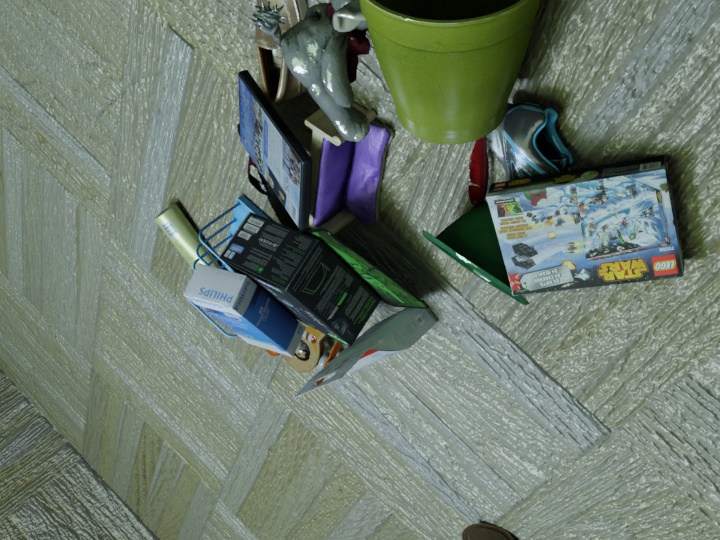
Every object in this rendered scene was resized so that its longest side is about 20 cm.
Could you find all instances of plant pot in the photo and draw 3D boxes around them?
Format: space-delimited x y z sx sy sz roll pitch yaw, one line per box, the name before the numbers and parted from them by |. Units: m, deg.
plant pot | 0.096 -0.247 1.010 0.200 0.200 0.194 30 149 26

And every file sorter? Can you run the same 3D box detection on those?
file sorter | -0.212 0.002 1.630 0.139 0.123 0.200 41 144 13

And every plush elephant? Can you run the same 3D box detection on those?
plush elephant | -0.015 -0.293 1.134 0.154 0.165 0.200 -29 139 20

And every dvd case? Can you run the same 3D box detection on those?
dvd case | -0.124 -0.173 1.345 0.200 0.017 0.143 55 156 29

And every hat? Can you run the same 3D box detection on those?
hat | 0.189 -0.075 1.200 0.165 0.177 0.200 34 -178 25

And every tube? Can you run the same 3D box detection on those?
tube | -0.313 -0.033 1.782 0.200 0.052 0.058 55 -173 -12

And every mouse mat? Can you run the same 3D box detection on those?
mouse mat | 0.000 0.000 1.396 0.200 0.008 0.161 37 168 -15

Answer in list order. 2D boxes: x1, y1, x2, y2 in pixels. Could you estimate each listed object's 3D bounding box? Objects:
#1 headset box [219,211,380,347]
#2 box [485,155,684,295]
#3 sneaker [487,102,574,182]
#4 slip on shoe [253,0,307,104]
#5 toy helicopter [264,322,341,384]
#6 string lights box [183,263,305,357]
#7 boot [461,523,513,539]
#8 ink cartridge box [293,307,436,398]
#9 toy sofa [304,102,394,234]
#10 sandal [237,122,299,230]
headset box | -0.090 0.017 1.461 0.174 0.093 0.200 23 166 43
box | 0.256 -0.047 1.067 0.199 0.040 0.138 -7 118 23
sneaker | 0.211 -0.101 1.102 0.082 0.073 0.201 5 125 47
slip on shoe | -0.116 -0.322 1.277 0.076 0.061 0.201 27 139 30
toy helicopter | -0.075 0.118 1.631 0.133 0.079 0.200 53 133 7
string lights box | -0.181 0.066 1.495 0.102 0.059 0.200 14 160 31
boot | 0.266 0.539 1.646 0.199 0.077 0.156 20 140 26
ink cartridge box | 0.007 0.138 1.440 0.047 0.200 0.160 52 145 -5
toy sofa | -0.025 -0.136 1.328 0.097 0.083 0.201 36 143 21
sandal | -0.145 -0.144 1.487 0.075 0.045 0.201 4 125 47
